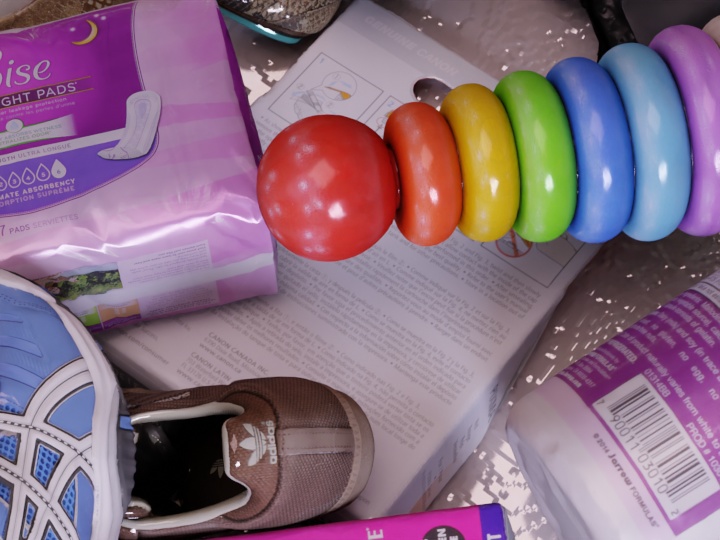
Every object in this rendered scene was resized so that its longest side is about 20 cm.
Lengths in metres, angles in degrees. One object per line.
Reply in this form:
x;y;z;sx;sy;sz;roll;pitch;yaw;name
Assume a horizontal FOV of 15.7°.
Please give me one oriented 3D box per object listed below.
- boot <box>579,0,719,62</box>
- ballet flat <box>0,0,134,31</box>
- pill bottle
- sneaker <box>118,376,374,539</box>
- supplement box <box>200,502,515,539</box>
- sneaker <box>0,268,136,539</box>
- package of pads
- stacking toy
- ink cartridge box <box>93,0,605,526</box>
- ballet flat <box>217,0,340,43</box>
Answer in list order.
0.182;-0.107;1.057;0.168;0.077;0.200;-31;62;-9;boot
-0.191;-0.120;1.116;0.199;0.065;0.071;-11;66;2;ballet flat
0.164;0.047;0.983;0.199;0.112;0.113;-32;68;-6;pill bottle
-0.093;0.073;0.982;0.199;0.075;0.071;-16;75;34;sneaker
-0.035;0.159;0.970;0.199;0.103;0.102;-8;68;6;supplement box
-0.125;0.085;0.905;0.075;0.077;0.201;-29;61;27;sneaker
-0.138;-0.032;1.020;0.199;0.076;0.121;-14;60;-4;package of pads
0.059;-0.041;0.975;0.199;0.085;0.086;-9;67;-9;stacking toy
0.000;0.000;1.067;0.162;0.050;0.200;33;62;18;ink cartridge box
-0.096;-0.158;1.084;0.199;0.076;0.068;17;26;-11;ballet flat
